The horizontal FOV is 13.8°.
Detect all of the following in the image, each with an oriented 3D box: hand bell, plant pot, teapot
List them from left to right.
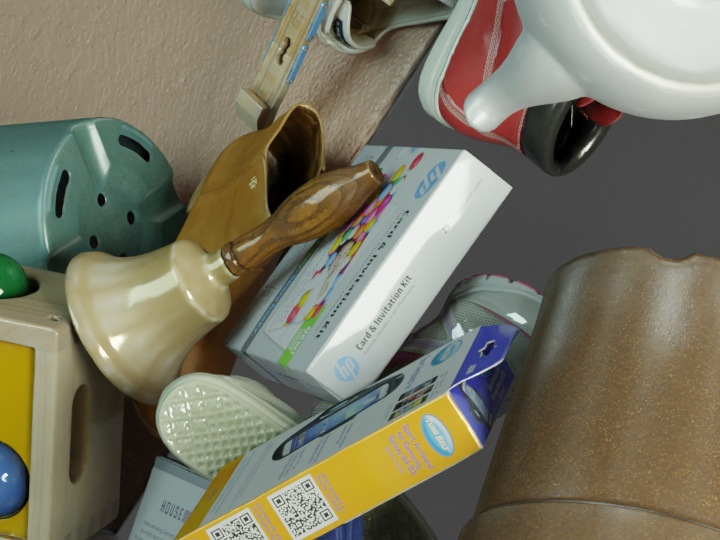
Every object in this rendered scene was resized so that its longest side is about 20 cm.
[{"bbox_3d":[-0.232,-0.016,1.979,0.196,0.200,0.201,-10,65,36],"label":"plant pot"},{"bbox_3d":[-0.068,-0.012,1.773,0.200,0.104,0.104,-31,51,23],"label":"hand bell"},{"bbox_3d":[0.148,0.108,1.509,0.200,0.200,0.199,-12,55,44],"label":"plant pot"},{"bbox_3d":[0.165,-0.177,1.646,0.146,0.199,0.198,179,91,-76],"label":"teapot"}]

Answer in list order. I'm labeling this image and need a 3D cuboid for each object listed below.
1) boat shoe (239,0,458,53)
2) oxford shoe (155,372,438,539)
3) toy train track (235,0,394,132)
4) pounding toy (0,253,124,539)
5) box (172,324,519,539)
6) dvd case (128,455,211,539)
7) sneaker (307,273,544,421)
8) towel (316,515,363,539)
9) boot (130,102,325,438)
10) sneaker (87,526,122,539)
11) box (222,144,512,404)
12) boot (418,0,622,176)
[{"bbox_3d":[-0.006,-0.175,1.897,0.199,0.071,0.070,-4,66,39],"label":"boat shoe"},{"bbox_3d":[-0.030,0.124,1.692,0.075,0.200,0.058,-52,3,8],"label":"oxford shoe"},{"bbox_3d":[-0.038,-0.173,1.869,0.115,0.032,0.200,44,124,29],"label":"toy train track"},{"bbox_3d":[-0.257,0.065,1.833,0.183,0.142,0.201,11,109,19],"label":"pounding toy"},{"bbox_3d":[0.002,0.095,1.580,0.200,0.042,0.119,-27,9,18],"label":"box"},{"bbox_3d":[-0.116,0.220,1.774,0.150,0.025,0.201,15,85,61],"label":"dvd case"},{"bbox_3d":[0.045,0.071,1.692,0.200,0.081,0.088,-28,23,45],"label":"sneaker"},{"bbox_3d":[-0.080,0.214,1.596,0.200,0.024,0.145,-30,34,20],"label":"towel"},{"bbox_3d":[-0.082,-0.002,1.864,0.144,0.071,0.202,-35,38,59],"label":"boot"},{"bbox_3d":[-0.238,0.219,1.948,0.200,0.079,0.131,-46,45,8],"label":"sneaker"},{"bbox_3d":[0.000,0.000,1.740,0.156,0.041,0.200,-54,16,-6],"label":"box"},{"bbox_3d":[0.124,-0.161,1.748,0.144,0.072,0.201,28,101,49],"label":"boot"}]
